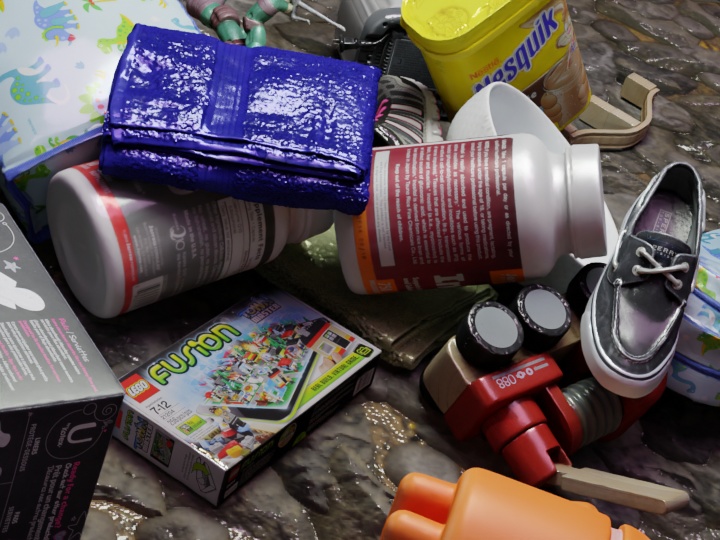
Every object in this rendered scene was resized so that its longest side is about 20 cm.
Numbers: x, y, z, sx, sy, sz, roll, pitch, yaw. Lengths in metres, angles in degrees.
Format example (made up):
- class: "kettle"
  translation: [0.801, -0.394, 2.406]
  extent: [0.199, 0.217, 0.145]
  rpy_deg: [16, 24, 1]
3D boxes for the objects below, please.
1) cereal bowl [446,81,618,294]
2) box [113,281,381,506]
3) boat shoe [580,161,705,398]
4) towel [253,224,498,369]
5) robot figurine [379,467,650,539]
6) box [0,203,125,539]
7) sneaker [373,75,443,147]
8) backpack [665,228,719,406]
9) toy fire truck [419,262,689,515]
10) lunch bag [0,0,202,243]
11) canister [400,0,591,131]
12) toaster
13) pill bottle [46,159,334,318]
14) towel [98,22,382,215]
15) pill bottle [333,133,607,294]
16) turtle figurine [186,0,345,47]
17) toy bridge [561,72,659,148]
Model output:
- class: "cereal bowl"
  translation: [0.136, -0.058, 1.395]
  extent: [0.200, 0.083, 0.201]
  rpy_deg: [44, 26, -28]
- class: "box"
  translation: [-0.083, 0.083, 1.167]
  extent: [0.110, 0.035, 0.200]
  rpy_deg: [31, 35, 19]
- class: "boat shoe"
  translation: [0.215, 0.001, 1.193]
  extent: [0.071, 0.068, 0.201]
  rpy_deg: [23, 51, 4]
- class: "towel"
  translation: [0.000, 0.000, 1.327]
  extent: [0.200, 0.037, 0.148]
  rpy_deg: [35, 38, 23]
- class: "robot figurine"
  translation: [0.108, 0.195, 1.020]
  extent: [0.199, 0.117, 0.144]
  rpy_deg: [21, -5, 4]
- class: "box"
  translation: [-0.249, 0.068, 1.023]
  extent: [0.114, 0.133, 0.200]
  rpy_deg: [-5, 40, -36]
- class: "sneaker"
  translation: [0.023, -0.117, 1.472]
  extent: [0.087, 0.074, 0.200]
  rpy_deg: [11, 38, -21]
- class: "backpack"
  translation: [0.298, 0.039, 1.324]
  extent: [0.199, 0.154, 0.163]
  rpy_deg: [-19, 50, -33]
- class: "toy fire truck"
  translation: [0.169, 0.105, 1.201]
  extent: [0.175, 0.129, 0.201]
  rpy_deg: [-17, 66, -34]
- class: "lunch bag"
  translation: [-0.215, -0.147, 1.283]
  extent: [0.199, 0.128, 0.170]
  rpy_deg: [-30, 66, -11]
- class: "canister"
  translation: [0.131, -0.200, 1.494]
  extent: [0.148, 0.200, 0.087]
  rpy_deg: [-38, 53, -7]
- class: "toaster"
  translation: [0.054, -0.229, 1.620]
  extent: [0.199, 0.114, 0.129]
  rpy_deg: [3, 32, -18]
- class: "pill bottle"
  translation: [-0.125, -0.047, 1.233]
  extent: [0.199, 0.114, 0.114]
  rpy_deg: [-20, 48, -28]
- class: "towel"
  translation: [-0.084, -0.117, 1.192]
  extent: [0.199, 0.050, 0.148]
  rpy_deg: [10, 51, -6]
- class: "pill bottle"
  translation: [0.085, -0.044, 1.240]
  extent: [0.199, 0.114, 0.113]
  rpy_deg: [-5, 32, 10]
- class: "turtle figurine"
  translation: [-0.087, -0.192, 1.484]
  extent: [0.100, 0.150, 0.200]
  rpy_deg: [-20, 36, -24]
- class: "toy bridge"
  translation: [0.259, -0.155, 1.682]
  extent: [0.067, 0.027, 0.200]
  rpy_deg: [34, 37, 21]
